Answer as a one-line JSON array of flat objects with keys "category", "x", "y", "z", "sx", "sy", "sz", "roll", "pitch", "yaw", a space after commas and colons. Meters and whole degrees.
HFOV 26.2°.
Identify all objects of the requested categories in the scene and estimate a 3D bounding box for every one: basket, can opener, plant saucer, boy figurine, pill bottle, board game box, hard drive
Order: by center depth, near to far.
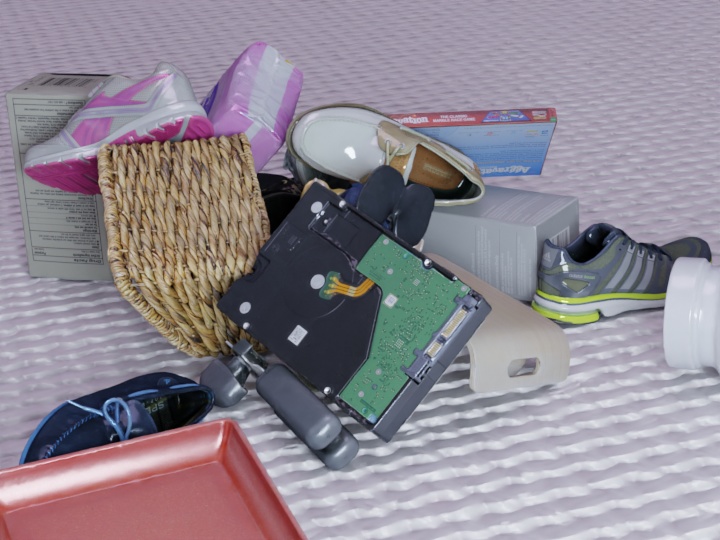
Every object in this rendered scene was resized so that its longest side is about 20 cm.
[{"category": "plant saucer", "x": -0.148, "y": 0.188, "z": 1.061, "sx": 0.199, "sy": 0.037, "sz": 0.200, "roll": -11, "pitch": 33, "yaw": -20}, {"category": "hard drive", "x": -0.008, "y": 0.030, "z": 1.259, "sx": 0.200, "sy": 0.038, "sz": 0.140, "roll": 35, "pitch": 85, "yaw": 36}, {"category": "can opener", "x": -0.073, "y": 0.115, "z": 1.269, "sx": 0.067, "sy": 0.053, "sz": 0.200, "roll": -42, "pitch": 32, "yaw": -7}, {"category": "pill bottle", "x": 0.357, "y": 0.045, "z": 1.274, "sx": 0.200, "sy": 0.116, "sz": 0.116, "roll": 7, "pitch": 24, "yaw": 21}, {"category": "boy figurine", "x": 0.000, "y": -0.049, "z": 1.420, "sx": 0.124, "sy": 0.065, "sz": 0.200, "roll": 28, "pitch": -10, "yaw": -17}, {"category": "basket", "x": -0.162, "y": -0.014, "z": 1.428, "sx": 0.149, "sy": 0.143, "sz": 0.200, "roll": -6, "pitch": 46, "yaw": -12}, {"category": "board game box", "x": 0.090, "y": -0.125, "z": 1.553, "sx": 0.200, "sy": 0.103, "sz": 0.019, "roll": -3, "pitch": 61, "yaw": -6}]

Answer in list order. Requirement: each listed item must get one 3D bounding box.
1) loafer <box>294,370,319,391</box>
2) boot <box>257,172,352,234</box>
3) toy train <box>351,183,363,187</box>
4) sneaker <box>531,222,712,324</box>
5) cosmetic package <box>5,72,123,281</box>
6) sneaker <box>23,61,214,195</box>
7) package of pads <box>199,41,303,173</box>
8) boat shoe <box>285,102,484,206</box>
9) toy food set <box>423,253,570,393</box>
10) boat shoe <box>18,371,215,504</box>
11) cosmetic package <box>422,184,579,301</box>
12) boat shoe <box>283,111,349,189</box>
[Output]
[{"category": "loafer", "x": -0.031, "y": 0.057, "z": 1.378, "sx": 0.070, "sy": 0.075, "sz": 0.200, "roll": -29, "pitch": 14, "yaw": 19}, {"category": "boot", "x": -0.120, "y": -0.062, "z": 1.665, "sx": 0.154, "sy": 0.074, "sz": 0.203, "roll": 9, "pitch": 19, "yaw": 34}, {"category": "toy train", "x": 0.029, "y": -0.119, "z": 1.731, "sx": 0.200, "sy": 0.087, "sz": 0.114, "roll": 15, "pitch": 5, "yaw": 38}, {"category": "sneaker", "x": 0.251, "y": -0.007, "z": 1.463, "sx": 0.200, "sy": 0.081, "sz": 0.074, "roll": -15, "pitch": 25, "yaw": -27}, {"category": "cosmetic package", "x": -0.294, "y": -0.098, "z": 1.604, "sx": 0.103, "sy": 0.200, "sz": 0.087, "roll": 4, "pitch": 22, "yaw": 14}, {"category": "sneaker", "x": -0.237, "y": -0.138, "z": 1.500, "sx": 0.200, "sy": 0.088, "sz": 0.081, "roll": -18, "pitch": -26, "yaw": 15}, {"category": "package of pads", "x": -0.141, "y": -0.127, "z": 1.562, "sx": 0.076, "sy": 0.200, "sz": 0.121, "roll": 33, "pitch": 42, "yaw": -16}, {"category": "boat shoe", "x": 0.029, "y": -0.107, "z": 1.465, "sx": 0.200, "sy": 0.075, "sz": 0.068, "roll": 11, "pitch": 15, "yaw": -25}, {"category": "toy food set", "x": 0.067, "y": 0.044, "z": 1.331, "sx": 0.200, "sy": 0.060, "sz": 0.143, "roll": 31, "pitch": 20, "yaw": 35}, {"category": "boat shoe", "x": -0.185, "y": 0.120, "z": 1.198, "sx": 0.069, "sy": 0.084, "sz": 0.200, "roll": -4, "pitch": 21, "yaw": 29}, {"category": "cosmetic package", "x": 0.109, "y": -0.035, "z": 1.551, "sx": 0.200, "sy": 0.090, "sz": 0.107, "roll": 8, "pitch": 23, "yaw": 33}, {"category": "boat shoe", "x": -0.047, "y": -0.118, "z": 1.566, "sx": 0.065, "sy": 0.075, "sz": 0.202, "roll": 25, "pitch": 4, "yaw": 9}]
